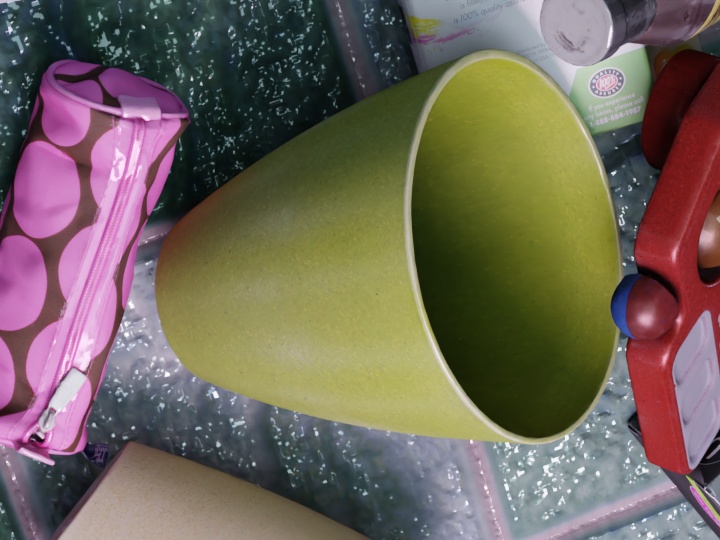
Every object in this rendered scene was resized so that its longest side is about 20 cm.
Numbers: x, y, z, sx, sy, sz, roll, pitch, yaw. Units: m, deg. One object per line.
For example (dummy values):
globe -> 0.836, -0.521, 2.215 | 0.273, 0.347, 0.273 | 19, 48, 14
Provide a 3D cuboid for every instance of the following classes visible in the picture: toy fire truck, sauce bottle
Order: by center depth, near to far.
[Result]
sauce bottle -> 0.155, -0.147, 1.033 | 0.200, 0.066, 0.066 | -31, 113, -46
toy fire truck -> 0.186, -0.007, 1.066 | 0.168, 0.112, 0.201 | -55, 149, -26

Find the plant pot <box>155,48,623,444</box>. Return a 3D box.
plant pot -> 0.000, 0.000, 1.041 | 0.187, 0.199, 0.189 | 14, 72, -50

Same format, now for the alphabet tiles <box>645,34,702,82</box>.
alphabet tiles -> 0.223, -0.179, 1.134 | 0.166, 0.008, 0.201 | -17, 106, -9

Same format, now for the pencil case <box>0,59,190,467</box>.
pencil case -> -0.148, -0.004, 1.063 | 0.090, 0.094, 0.201 | 14, 98, -16

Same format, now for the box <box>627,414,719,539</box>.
box -> 0.283, 0.089, 1.172 | 0.200, 0.124, 0.149 | -41, 108, -1

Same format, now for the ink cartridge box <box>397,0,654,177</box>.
ink cartridge box -> 0.073, -0.164, 1.080 | 0.116, 0.067, 0.201 | -17, 110, 1

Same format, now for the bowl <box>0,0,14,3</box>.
bowl -> -0.132, -0.212, 0.984 | 0.199, 0.201, 0.106 | -19, 87, -9

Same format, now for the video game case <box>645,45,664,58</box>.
video game case -> 0.171, -0.247, 1.122 | 0.182, 0.023, 0.201 | -37, 108, -3

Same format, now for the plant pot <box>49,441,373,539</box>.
plant pot -> -0.072, 0.187, 1.094 | 0.200, 0.187, 0.188 | 39, 91, -4
